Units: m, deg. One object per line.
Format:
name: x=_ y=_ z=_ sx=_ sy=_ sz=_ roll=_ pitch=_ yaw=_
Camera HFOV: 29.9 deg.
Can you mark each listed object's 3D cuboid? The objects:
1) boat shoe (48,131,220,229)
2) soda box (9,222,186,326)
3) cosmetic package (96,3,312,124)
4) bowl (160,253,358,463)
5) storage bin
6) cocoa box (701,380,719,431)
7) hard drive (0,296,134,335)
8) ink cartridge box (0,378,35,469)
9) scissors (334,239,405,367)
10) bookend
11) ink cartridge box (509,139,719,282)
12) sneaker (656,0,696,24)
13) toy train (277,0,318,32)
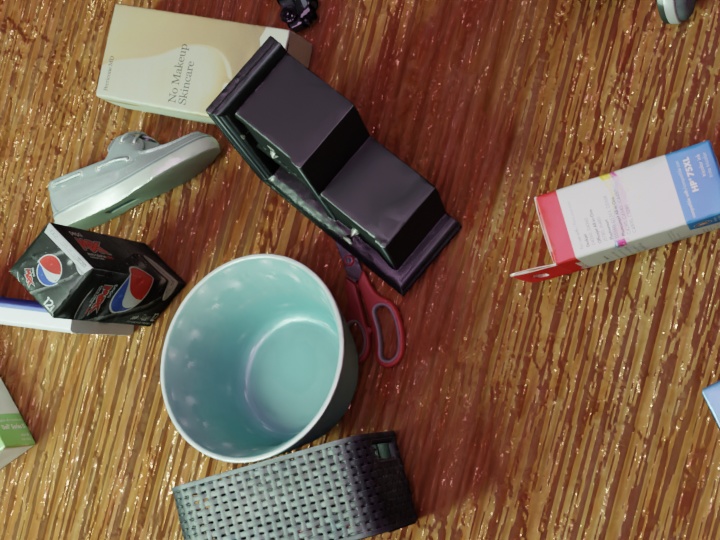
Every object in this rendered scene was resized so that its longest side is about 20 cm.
boat shoe: x=-0.242 y=-0.107 z=1.402 sx=0.200 sy=0.070 sz=0.072 roll=-25 pitch=82 yaw=17
soda box: x=-0.253 y=0.007 z=1.327 sx=0.071 sy=0.200 sz=0.063 roll=43 pitch=99 yaw=16
cosmetic package: x=-0.160 y=-0.205 z=1.383 sx=0.199 sy=0.071 sz=0.106 roll=11 pitch=89 yaw=18
bowl: x=-0.082 y=0.093 z=1.304 sx=0.200 sy=0.105 sz=0.201 roll=-8 pitch=72 yaw=25
storage bin: x=-0.061 y=0.223 z=1.282 sx=0.200 sy=0.135 sz=0.094 roll=-19 pitch=80 yaw=16
cocoa box: x=0.394 y=0.162 z=1.144 sx=0.133 sy=0.131 sz=0.200 roll=-28 pitch=78 yaw=14
hard drive: x=-0.352 y=0.043 z=1.392 sx=0.199 sy=0.132 sz=0.025 roll=6 pitch=88 yaw=18
ink cartridge box: x=-0.451 y=0.132 z=1.451 sx=0.117 sy=0.067 sz=0.200 roll=-34 pitch=77 yaw=13
scissors: x=0.000 y=0.000 z=1.348 sx=0.073 sy=0.014 sz=0.201 roll=-10 pitch=81 yaw=19
bookend: x=-0.019 y=-0.091 z=1.256 sx=0.200 sy=0.199 sz=0.092 roll=39 pitch=86 yaw=16
ink cartridge box: x=0.231 y=-0.048 z=1.221 sx=0.200 sy=0.116 sz=0.067 roll=-17 pitch=81 yaw=15
sneaker: x=0.344 y=-0.318 z=1.228 sx=0.120 sy=0.084 sz=0.201 roll=11 pitch=88 yaw=28
toy train: x=-0.090 y=-0.340 z=1.391 sx=0.046 sy=0.034 sz=0.200 roll=-25 pitch=79 yaw=11
